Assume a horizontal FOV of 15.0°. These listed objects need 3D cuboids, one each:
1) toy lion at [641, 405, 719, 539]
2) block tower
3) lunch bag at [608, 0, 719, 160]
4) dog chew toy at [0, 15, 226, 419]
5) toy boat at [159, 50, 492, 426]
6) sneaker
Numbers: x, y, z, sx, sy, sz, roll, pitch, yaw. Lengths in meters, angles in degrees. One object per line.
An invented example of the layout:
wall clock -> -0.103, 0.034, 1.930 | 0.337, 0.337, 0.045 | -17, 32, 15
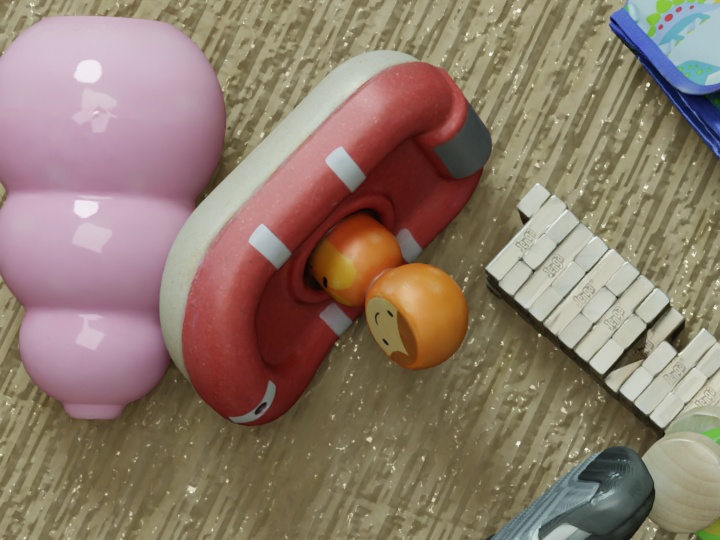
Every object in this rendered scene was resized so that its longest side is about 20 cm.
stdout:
toy lion -> 0.240, 0.116, 1.279 | 0.191, 0.069, 0.201 | -20, 93, 25
block tower -> 0.147, 0.044, 1.379 | 0.200, 0.054, 0.058 | 43, 87, 10
lunch bag -> 0.246, -0.108, 1.363 | 0.170, 0.127, 0.200 | -38, 68, 1
dog chew toy -> -0.131, -0.026, 1.386 | 0.124, 0.125, 0.201 | 2, 90, 5
toy boat -> 0.000, 0.000, 1.352 | 0.200, 0.131, 0.131 | -46, 61, -1
sneaker -> 0.113, 0.163, 1.312 | 0.116, 0.200, 0.075 | 47, 57, 1
